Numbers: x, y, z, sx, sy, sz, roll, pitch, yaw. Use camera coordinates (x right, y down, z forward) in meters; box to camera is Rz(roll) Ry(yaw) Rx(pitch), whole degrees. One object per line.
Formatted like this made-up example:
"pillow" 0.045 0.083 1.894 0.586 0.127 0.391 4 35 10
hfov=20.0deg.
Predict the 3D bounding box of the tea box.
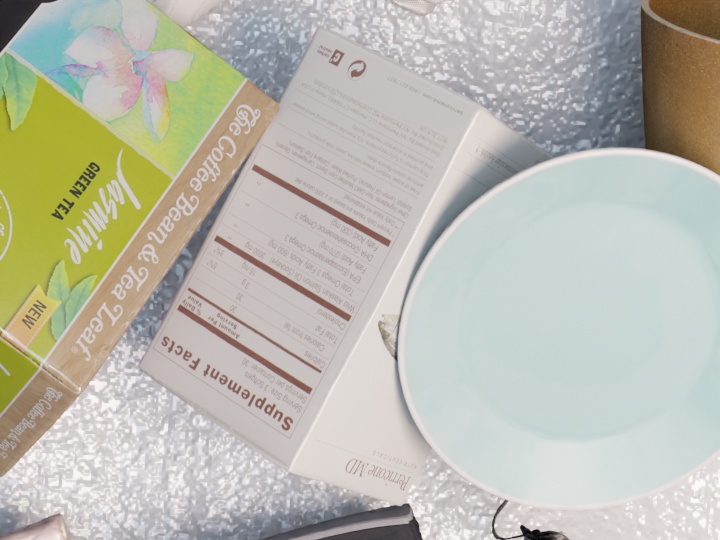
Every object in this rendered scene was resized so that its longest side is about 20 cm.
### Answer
"tea box" -0.182 -0.047 0.999 0.196 0.134 0.200 37 56 -9

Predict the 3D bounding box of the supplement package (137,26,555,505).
"supplement package" 0.000 0.000 1.047 0.117 0.117 0.201 30 93 34

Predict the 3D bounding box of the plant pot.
"plant pot" 0.226 -0.034 1.068 0.185 0.187 0.201 4 109 -5

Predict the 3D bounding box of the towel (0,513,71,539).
"towel" -0.219 0.245 1.096 0.190 0.032 0.201 -18 108 -5

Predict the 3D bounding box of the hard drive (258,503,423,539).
"hard drive" -0.044 0.205 1.057 0.199 0.042 0.136 -17 74 -11

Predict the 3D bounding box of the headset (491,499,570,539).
"headset" 0.100 0.055 1.093 0.123 0.094 0.201 5 86 -5

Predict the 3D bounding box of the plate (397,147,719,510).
"plate" 0.115 0.028 1.012 0.199 0.026 0.201 -4 117 -7

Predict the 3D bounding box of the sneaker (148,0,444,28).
"sneaker" -0.015 -0.167 1.073 0.200 0.075 0.115 -40 94 -4
